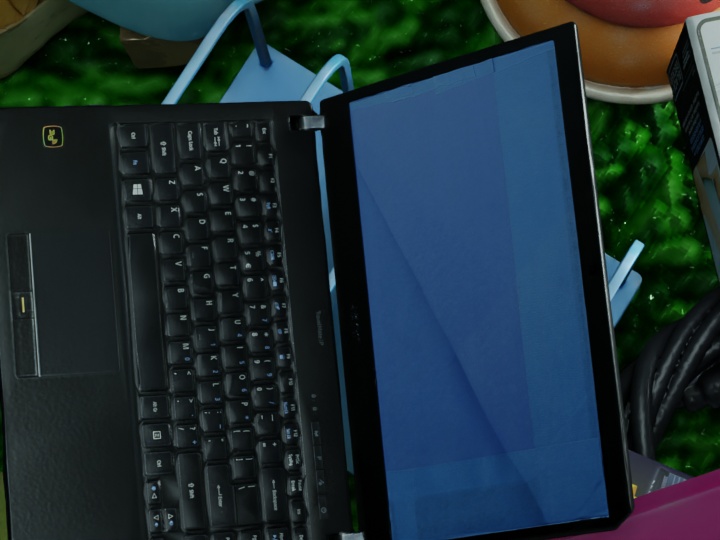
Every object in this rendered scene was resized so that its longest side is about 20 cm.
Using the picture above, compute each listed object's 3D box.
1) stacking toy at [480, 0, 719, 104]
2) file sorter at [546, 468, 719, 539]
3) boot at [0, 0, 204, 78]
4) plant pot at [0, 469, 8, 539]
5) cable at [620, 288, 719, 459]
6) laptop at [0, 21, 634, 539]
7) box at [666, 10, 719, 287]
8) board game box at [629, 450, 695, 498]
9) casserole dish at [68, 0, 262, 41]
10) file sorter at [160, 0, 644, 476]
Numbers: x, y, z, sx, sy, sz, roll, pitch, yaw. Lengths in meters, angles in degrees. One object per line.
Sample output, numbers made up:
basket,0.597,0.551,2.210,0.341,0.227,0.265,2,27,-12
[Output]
stacking toy,0.116,-0.157,0.809,0.145,0.200,0.147,0,81,3
file sorter,0.130,0.190,0.685,0.138,0.126,0.201,-23,108,28
boot,-0.157,-0.161,0.895,0.199,0.071,0.145,-1,74,-1
plant pot,-0.088,0.173,0.781,0.199,0.201,0.186,-5,69,2
cable,0.189,0.078,0.835,0.198,0.051,0.164,12,81,6
laptop,-0.024,0.014,0.708,0.198,0.103,0.179,-2,79,-16
box,0.201,-0.009,0.799,0.116,0.060,0.202,-10,76,-2
board game box,0.157,0.180,0.778,0.199,0.057,0.166,23,124,6
casserole dish,-0.115,-0.180,0.848,0.199,0.039,0.122,28,74,4
file sorter,0.000,0.000,0.827,0.199,0.123,0.139,32,83,8
